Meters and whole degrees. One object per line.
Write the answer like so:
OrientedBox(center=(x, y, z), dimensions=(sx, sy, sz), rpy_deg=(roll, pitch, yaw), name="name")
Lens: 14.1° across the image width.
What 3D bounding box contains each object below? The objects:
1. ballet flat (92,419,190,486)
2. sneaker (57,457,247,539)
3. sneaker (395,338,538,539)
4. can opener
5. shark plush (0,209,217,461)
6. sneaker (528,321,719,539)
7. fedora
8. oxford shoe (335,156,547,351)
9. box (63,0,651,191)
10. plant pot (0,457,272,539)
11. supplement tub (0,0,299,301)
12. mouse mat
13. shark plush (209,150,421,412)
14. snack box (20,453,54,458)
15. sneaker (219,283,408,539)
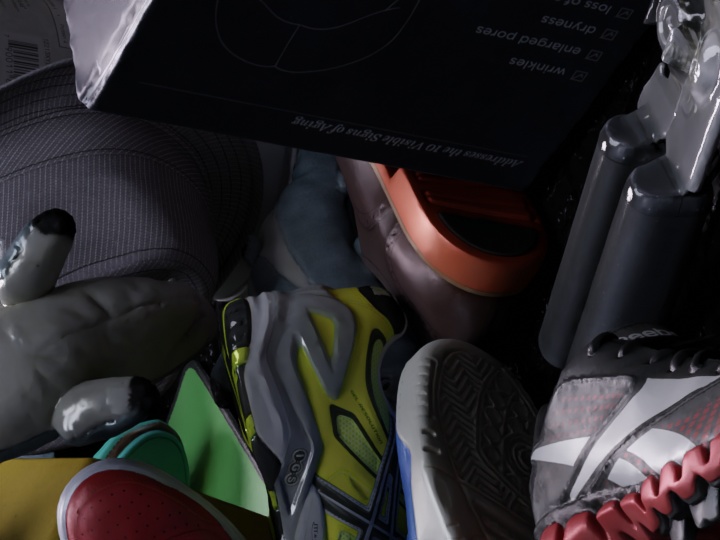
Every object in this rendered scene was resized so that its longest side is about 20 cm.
OrientedBox(center=(-0.132, 0.168, 1.433), dimensions=(0.070, 0.067, 0.201), rpy_deg=(12, 94, 58), name="ballet flat")
OrientedBox(center=(-0.055, 0.167, 1.133), dimensions=(0.200, 0.071, 0.112), rpy_deg=(58, -176, -8), name="sneaker")
OrientedBox(center=(0.030, 0.133, 1.128), dimensions=(0.111, 0.077, 0.200), rpy_deg=(-41, 53, 40), name="sneaker")
OrientedBox(center=(0.119, -0.030, 1.041), dimensions=(0.053, 0.067, 0.200), rpy_deg=(-110, 25, -43), name="can opener")
OrientedBox(center=(-0.150, 0.066, 1.186), dimensions=(0.200, 0.083, 0.091), rpy_deg=(-40, 77, 2), name="shark plush")
OrientedBox(center=(0.114, 0.053, 0.991), dimensions=(0.200, 0.071, 0.098), rpy_deg=(-40, 50, 55), name="sneaker")
OrientedBox(center=(-0.127, 0.009, 1.266), dimensions=(0.200, 0.177, 0.090), rpy_deg=(-30, 45, 7), name="fedora")
OrientedBox(center=(0.012, -0.041, 1.224), dimensions=(0.200, 0.071, 0.073), rpy_deg=(-113, 35, -45), name="oxford shoe")
OrientedBox(center=(0.014, -0.148, 1.103), dimensions=(0.197, 0.199, 0.124), rpy_deg=(-55, 35, 41), name="box")
OrientedBox(center=(-0.109, 0.184, 1.276), dimensions=(0.200, 0.200, 0.177), rpy_deg=(-8, 63, 60), name="plant pot")
OrientedBox(center=(-0.129, -0.059, 1.360), dimensions=(0.132, 0.200, 0.132), rpy_deg=(-28, 58, 57), name="supplement tub")
OrientedBox(center=(-0.088, 0.164, 1.432), dimensions=(0.161, 0.008, 0.200), rpy_deg=(54, 130, 54), name="mouse mat")
OrientedBox(center=(0.000, 0.000, 1.280), dimensions=(0.083, 0.091, 0.200), rpy_deg=(-26, 40, 31), name="shark plush")
OrientedBox(center=(-0.198, 0.123, 1.522), dimensions=(0.200, 0.067, 0.169), rpy_deg=(113, 161, -58), name="snack box")
OrientedBox(center=(0.001, 0.101, 1.179), dimensions=(0.075, 0.076, 0.201), rpy_deg=(-123, 19, -72), name="sneaker")
